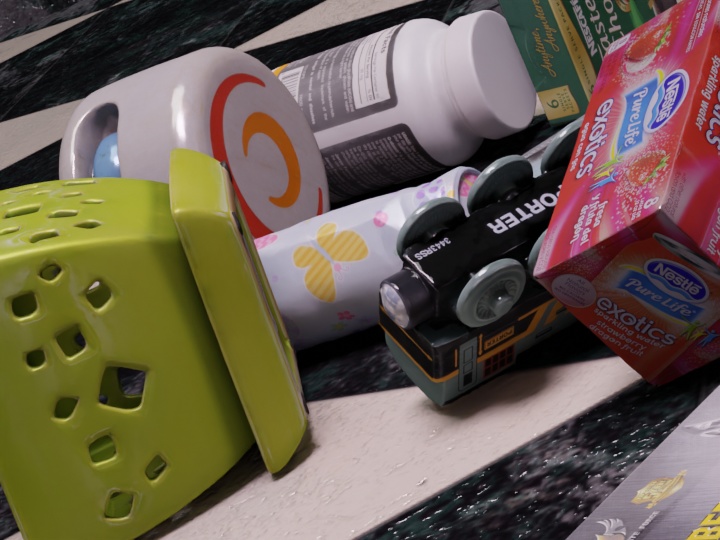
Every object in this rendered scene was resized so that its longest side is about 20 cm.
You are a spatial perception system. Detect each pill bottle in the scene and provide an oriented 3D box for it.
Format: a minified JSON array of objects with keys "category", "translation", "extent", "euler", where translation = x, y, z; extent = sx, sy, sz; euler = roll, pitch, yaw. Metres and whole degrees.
[{"category":"pill bottle","translation":[0.026,-0.125,1.945],"extent":[0.200,0.116,0.116],"euler":[-16,19,31]}]

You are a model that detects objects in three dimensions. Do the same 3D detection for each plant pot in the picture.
[{"category":"plant pot","translation":[-0.140,0.040,1.543],"extent":[0.181,0.200,0.199],"euler":[-20,15,1]}]

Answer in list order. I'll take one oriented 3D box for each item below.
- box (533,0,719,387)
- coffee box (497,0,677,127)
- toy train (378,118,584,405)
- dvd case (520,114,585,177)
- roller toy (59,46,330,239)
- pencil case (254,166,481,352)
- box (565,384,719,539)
[{"category":"box","translation":[0.178,-0.051,1.371],"extent":[0.095,0.100,0.200],"euler":[-29,27,40]},{"category":"coffee box","translation":[0.178,-0.205,1.955],"extent":[0.044,0.123,0.200],"euler":[-11,20,34]},{"category":"toy train","translation":[0.096,-0.006,1.464],"extent":[0.200,0.114,0.085],"euler":[-29,54,-24]},{"category":"dvd case","translation":[0.181,-0.075,1.632],"extent":[0.146,0.022,0.200],"euler":[-33,19,-22]},{"category":"roller toy","translation":[-0.122,-0.060,1.841],"extent":[0.140,0.183,0.200],"euler":[-18,18,29]},{"category":"pencil case","translation":[0.000,0.000,1.648],"extent":[0.200,0.083,0.091],"euler":[-20,-20,24]},{"category":"box","translation":[0.186,0.099,1.094],"extent":[0.158,0.048,0.200],"euler":[-8,24,47]}]
